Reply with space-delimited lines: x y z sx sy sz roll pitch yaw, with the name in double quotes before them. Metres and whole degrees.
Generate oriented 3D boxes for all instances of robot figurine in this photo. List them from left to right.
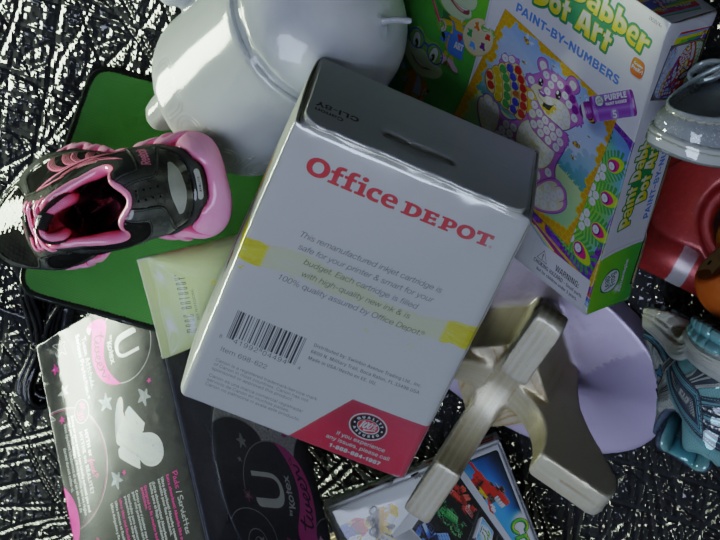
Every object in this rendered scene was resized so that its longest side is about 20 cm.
"robot figurine" -0.048 -0.130 1.479 0.169 0.113 0.200 41 138 -12

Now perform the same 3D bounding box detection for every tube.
"tube" -0.034 -0.004 1.514 0.199 0.052 0.058 -17 86 -9

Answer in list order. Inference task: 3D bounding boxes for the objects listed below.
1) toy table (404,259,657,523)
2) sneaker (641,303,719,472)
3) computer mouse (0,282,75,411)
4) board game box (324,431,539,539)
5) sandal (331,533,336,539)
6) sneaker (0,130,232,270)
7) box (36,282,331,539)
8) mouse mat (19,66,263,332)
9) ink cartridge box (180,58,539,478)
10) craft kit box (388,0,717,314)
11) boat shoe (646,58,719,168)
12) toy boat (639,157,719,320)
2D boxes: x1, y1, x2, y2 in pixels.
"toy table" 0.094 0.067 1.557 0.199 0.117 0.185 24 125 7
"sneaker" 0.197 0.071 1.475 0.077 0.200 0.087 21 90 -1
"computer mouse" -0.295 0.019 1.724 0.199 0.044 0.110 21 126 8
"board game box" 0.070 0.224 1.653 0.126 0.035 0.201 -21 97 2
"sandal" 0.059 0.230 1.699 0.210 0.070 0.078 9 123 17
"sneaker" -0.171 -0.036 1.489 0.199 0.095 0.080 -14 95 44
"box" -0.110 0.125 1.608 0.114 0.132 0.201 -28 65 33
"mouse mat" -0.104 -0.036 1.569 0.199 0.162 0.008 16 167 12
"ink cartridge box" 0.000 0.000 1.424 0.144 0.084 0.201 22 122 -6
"craft kit box" 0.100 -0.110 1.434 0.200 0.048 0.198 40 130 34
"boat shoe" 0.234 -0.108 1.356 0.074 0.201 0.065 27 129 46
"toy boat" 0.226 -0.017 1.444 0.199 0.131 0.131 28 126 3
